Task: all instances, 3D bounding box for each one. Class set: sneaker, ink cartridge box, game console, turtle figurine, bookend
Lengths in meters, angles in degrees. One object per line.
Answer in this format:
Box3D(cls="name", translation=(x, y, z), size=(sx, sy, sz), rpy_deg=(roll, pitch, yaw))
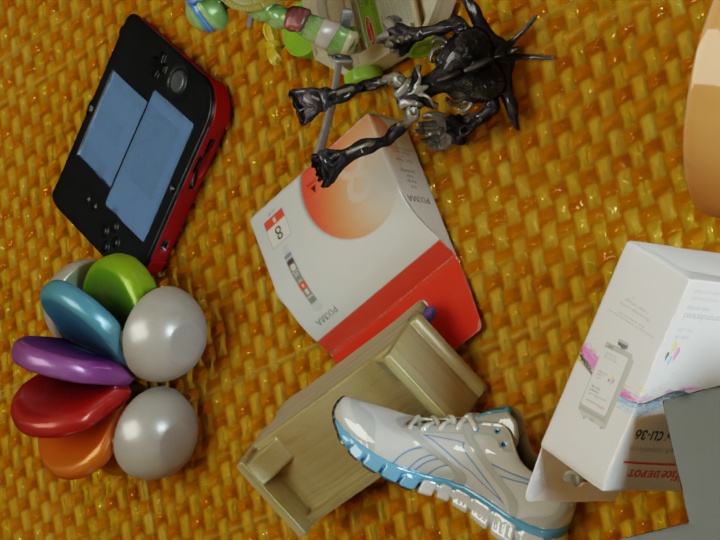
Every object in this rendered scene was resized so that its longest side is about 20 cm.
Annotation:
Box3D(cls="sneaker", translation=(0.076, 0.129, 1.695), size=(0.199, 0.075, 0.087), rpy_deg=(25, 110, 5))
Box3D(cls="ink cartridge box", translation=(0.000, 0.000, 1.849), size=(0.162, 0.050, 0.201), rpy_deg=(-40, 56, 34))
Box3D(cls="game console", translation=(-0.201, -0.110, 2.072), size=(0.177, 0.031, 0.201), rpy_deg=(40, 112, 39))
Box3D(cls="turtle figurine", translation=(-0.038, -0.242, 1.846), size=(0.194, 0.200, 0.144), rpy_deg=(-37, 35, 13))
Box3D(cls="bookend", translation=(0.229, 0.170, 1.523), size=(0.199, 0.092, 0.200), rpy_deg=(-17, 75, 21))
Box3D(cls="ink cartridge box", translation=(0.203, 0.087, 1.592), size=(0.067, 0.116, 0.201), rpy_deg=(35, 110, 40))

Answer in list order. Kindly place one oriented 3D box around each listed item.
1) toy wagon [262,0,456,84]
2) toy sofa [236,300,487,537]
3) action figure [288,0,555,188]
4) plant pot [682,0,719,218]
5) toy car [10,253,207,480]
Box3D(cls="toy wagon", translation=(-0.001, -0.226, 1.886), size=(0.200, 0.039, 0.156), rpy_deg=(-28, 65, 39))
Box3D(cls="toy sofa", translation=(0.004, 0.117, 1.811), size=(0.083, 0.098, 0.200), rpy_deg=(47, 125, -7))
Box3D(cls="action figure", translation=(0.046, -0.143, 1.774), size=(0.102, 0.199, 0.119), rpy_deg=(-154, 42, -77))
Box3D(cls="plant pot", translation=(0.311, -0.115, 1.473), size=(0.140, 0.200, 0.201), rpy_deg=(17, 97, 28))
Box3D(cls="toy car", translation=(-0.235, 0.086, 1.985), size=(0.175, 0.150, 0.201), rpy_deg=(20, 109, 44))
